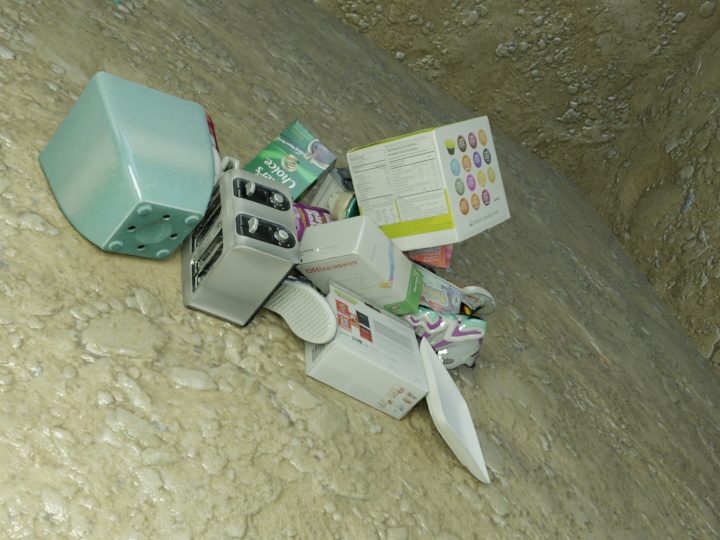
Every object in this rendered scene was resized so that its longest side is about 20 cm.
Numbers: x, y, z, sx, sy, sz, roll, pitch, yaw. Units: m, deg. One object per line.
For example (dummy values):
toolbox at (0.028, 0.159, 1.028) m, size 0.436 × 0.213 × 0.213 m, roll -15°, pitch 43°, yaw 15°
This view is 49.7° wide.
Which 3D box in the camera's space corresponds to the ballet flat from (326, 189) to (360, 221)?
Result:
ballet flat at (-0.035, -0.122, 1.478) m, size 0.062 × 0.068 × 0.200 m, roll 21°, pitch 8°, yaw 5°

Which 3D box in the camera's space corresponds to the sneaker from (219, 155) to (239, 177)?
sneaker at (-0.241, -0.133, 1.417) m, size 0.075 × 0.081 × 0.201 m, roll 22°, pitch 32°, yaw -38°

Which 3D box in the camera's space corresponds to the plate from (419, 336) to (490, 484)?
plate at (0.156, 0.247, 1.352) m, size 0.201 × 0.032 × 0.201 m, roll 56°, pitch 13°, yaw -34°

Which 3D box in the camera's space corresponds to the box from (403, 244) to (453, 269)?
box at (0.123, -0.060, 1.672) m, size 0.101 × 0.096 × 0.200 m, roll 14°, pitch -3°, yaw -11°

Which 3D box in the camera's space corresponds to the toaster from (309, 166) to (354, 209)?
toaster at (-0.019, -0.115, 1.648) m, size 0.200 × 0.130 × 0.113 m, roll 46°, pitch 26°, yaw 14°

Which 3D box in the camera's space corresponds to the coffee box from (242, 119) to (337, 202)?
coffee box at (-0.152, -0.196, 1.556) m, size 0.123 × 0.044 × 0.200 m, roll 43°, pitch 65°, yaw 2°

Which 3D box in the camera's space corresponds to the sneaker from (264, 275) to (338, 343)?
sneaker at (-0.093, 0.055, 1.266) m, size 0.199 × 0.079 × 0.079 m, roll 31°, pitch 15°, yaw 37°

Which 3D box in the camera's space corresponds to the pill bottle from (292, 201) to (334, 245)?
pill bottle at (-0.107, -0.067, 1.462) m, size 0.199 × 0.113 × 0.113 m, roll 6°, pitch 41°, yaw -51°

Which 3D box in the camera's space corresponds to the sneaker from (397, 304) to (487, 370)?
sneaker at (0.135, 0.143, 1.470) m, size 0.197 × 0.142 × 0.078 m, roll 12°, pitch 4°, yaw -5°

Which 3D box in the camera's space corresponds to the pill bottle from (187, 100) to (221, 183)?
pill bottle at (-0.311, -0.210, 1.402) m, size 0.112 × 0.113 × 0.201 m, roll 23°, pitch 31°, yaw -34°

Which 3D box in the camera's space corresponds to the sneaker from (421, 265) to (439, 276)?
sneaker at (0.096, 0.034, 1.613) m, size 0.198 × 0.088 × 0.078 m, roll 23°, pitch 49°, yaw -28°

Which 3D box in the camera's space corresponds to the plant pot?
plant pot at (-0.333, -0.134, 1.162) m, size 0.194 × 0.196 × 0.202 m, roll 11°, pitch 46°, yaw -48°

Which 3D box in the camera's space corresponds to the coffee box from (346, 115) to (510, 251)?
coffee box at (0.126, -0.156, 1.425) m, size 0.199 × 0.198 × 0.201 m, roll -24°, pitch 102°, yaw -50°

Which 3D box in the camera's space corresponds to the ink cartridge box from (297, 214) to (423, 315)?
ink cartridge box at (0.000, 0.000, 1.386) m, size 0.200 × 0.144 × 0.089 m, roll 42°, pitch 50°, yaw -41°

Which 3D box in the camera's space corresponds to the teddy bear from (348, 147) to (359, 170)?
teddy bear at (0.037, -0.188, 1.594) m, size 0.145 × 0.067 × 0.201 m, roll 46°, pitch 16°, yaw -19°

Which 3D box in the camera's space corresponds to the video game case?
video game case at (0.111, 0.080, 1.530) m, size 0.199 × 0.023 × 0.184 m, roll 28°, pitch 61°, yaw -27°

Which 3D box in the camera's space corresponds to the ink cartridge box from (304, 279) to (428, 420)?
ink cartridge box at (0.006, 0.132, 1.328) m, size 0.199 × 0.084 × 0.177 m, roll 30°, pitch 28°, yaw -24°

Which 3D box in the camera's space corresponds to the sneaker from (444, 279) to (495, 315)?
sneaker at (0.234, 0.083, 1.771) m, size 0.198 × 0.078 × 0.083 m, roll 8°, pitch 43°, yaw -36°

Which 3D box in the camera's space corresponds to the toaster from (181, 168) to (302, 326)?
toaster at (-0.191, -0.032, 1.210) m, size 0.118 × 0.200 × 0.182 m, roll 21°, pitch 38°, yaw -30°
